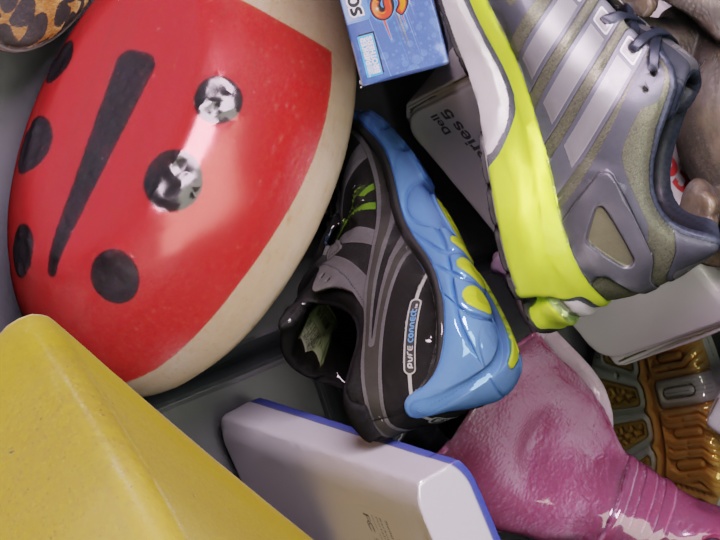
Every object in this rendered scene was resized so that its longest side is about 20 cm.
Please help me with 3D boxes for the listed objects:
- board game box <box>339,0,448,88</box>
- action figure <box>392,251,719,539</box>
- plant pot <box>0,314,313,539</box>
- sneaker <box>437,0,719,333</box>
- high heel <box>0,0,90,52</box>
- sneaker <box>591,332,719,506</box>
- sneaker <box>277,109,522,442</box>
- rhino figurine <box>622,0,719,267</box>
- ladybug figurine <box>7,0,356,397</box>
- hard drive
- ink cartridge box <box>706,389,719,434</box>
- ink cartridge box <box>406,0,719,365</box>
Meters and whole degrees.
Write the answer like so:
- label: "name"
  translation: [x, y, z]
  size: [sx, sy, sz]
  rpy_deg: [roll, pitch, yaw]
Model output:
- label: "board game box"
  translation: [0.002, -0.145, 1.112]
  size: [0.034, 0.200, 0.136]
  rpy_deg: [-14, 95, 3]
- label: "action figure"
  translation: [0.104, 0.097, 1.182]
  size: [0.199, 0.134, 0.150]
  rpy_deg: [28, 93, -4]
- label: "plant pot"
  translation: [-0.084, 0.175, 0.985]
  size: [0.200, 0.176, 0.200]
  rpy_deg: [-48, 130, -1]
- label: "sneaker"
  translation: [0.079, -0.082, 1.043]
  size: [0.080, 0.074, 0.201]
  rpy_deg: [-12, 97, 17]
- label: "high heel"
  translation: [-0.139, -0.153, 1.070]
  size: [0.200, 0.071, 0.143]
  rpy_deg: [-30, 145, -50]
- label: "sneaker"
  translation: [0.165, 0.096, 1.252]
  size: [0.087, 0.075, 0.201]
  rpy_deg: [-25, 101, -37]
- label: "sneaker"
  translation: [0.000, 0.000, 1.117]
  size: [0.082, 0.200, 0.071]
  rpy_deg: [-28, 120, 2]
- label: "rhino figurine"
  translation: [0.149, -0.023, 1.095]
  size: [0.087, 0.060, 0.201]
  rpy_deg: [-11, 85, -34]
- label: "ladybug figurine"
  translation: [-0.077, -0.046, 1.114]
  size: [0.072, 0.135, 0.201]
  rpy_deg: [38, 68, -57]
- label: "hard drive"
  translation: [0.014, 0.122, 1.109]
  size: [0.025, 0.200, 0.133]
  rpy_deg: [-27, 104, -19]
- label: "ink cartridge box"
  translation: [0.279, 0.079, 1.199]
  size: [0.198, 0.200, 0.044]
  rpy_deg: [-19, 138, -45]
- label: "ink cartridge box"
  translation: [0.132, -0.084, 1.190]
  size: [0.146, 0.084, 0.200]
  rpy_deg: [48, 54, -15]
